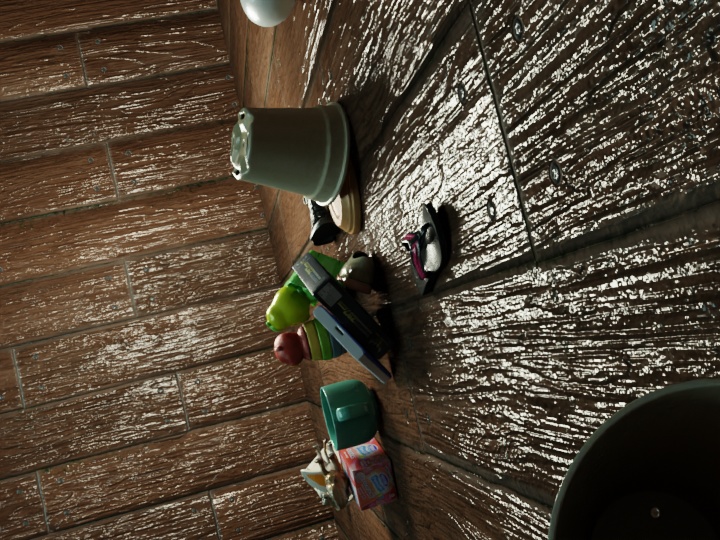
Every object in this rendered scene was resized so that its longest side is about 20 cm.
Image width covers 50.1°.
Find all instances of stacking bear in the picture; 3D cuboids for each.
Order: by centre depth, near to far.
[{"bbox_3d":[-0.105,0.168,1.807,0.121,0.199,0.114,-176,72,-78],"label":"stacking bear"}]

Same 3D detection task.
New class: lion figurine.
[{"bbox_3d":[-0.066,0.490,1.865,0.200,0.072,0.123,-82,-32,-81],"label":"lion figurine"}]

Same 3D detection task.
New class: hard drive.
[{"bbox_3d":[-0.012,0.145,1.482,0.132,0.025,0.200,44,177,26],"label":"hard drive"}]

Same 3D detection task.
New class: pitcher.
[{"bbox_3d":[-0.181,-0.624,1.591,0.200,0.120,0.173,120,158,-59],"label":"pitcher"}]

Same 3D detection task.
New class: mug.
[{"bbox_3d":[-0.017,0.338,1.787,0.185,0.114,0.153,-130,30,-66],"label":"mug"}]

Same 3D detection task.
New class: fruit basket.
[{"bbox_3d":[-0.125,0.063,1.800,0.216,0.155,0.217,-159,90,-82],"label":"fruit basket"}]

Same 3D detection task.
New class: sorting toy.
[{"bbox_3d":[-0.035,0.528,2.039,0.106,0.200,0.181,13,137,39],"label":"sorting toy"}]

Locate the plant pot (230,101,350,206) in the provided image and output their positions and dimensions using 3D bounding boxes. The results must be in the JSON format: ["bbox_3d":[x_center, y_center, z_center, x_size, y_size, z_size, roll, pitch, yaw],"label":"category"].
[{"bbox_3d":[-0.142,-0.230,1.457,0.200,0.182,0.202,-176,90,-66],"label":"plant pot"}]

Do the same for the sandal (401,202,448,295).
[{"bbox_3d":[0.082,-0.019,1.072,0.200,0.045,0.075,98,157,-61],"label":"sandal"}]

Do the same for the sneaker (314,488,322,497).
[{"bbox_3d":[-0.133,0.733,2.806,0.200,0.115,0.074,-114,14,-49],"label":"sneaker"}]

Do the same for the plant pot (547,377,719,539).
[{"bbox_3d":[0.195,0.172,0.453,0.200,0.186,0.188,66,-173,-71],"label":"plant pot"}]

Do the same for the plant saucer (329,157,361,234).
[{"bbox_3d":[-0.043,-0.169,1.555,0.200,0.037,0.202,167,90,-78],"label":"plant saucer"}]

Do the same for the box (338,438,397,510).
[{"bbox_3d":[0.013,0.478,1.843,0.200,0.094,0.103,-154,52,-76],"label":"box"}]

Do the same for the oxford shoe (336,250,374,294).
[{"bbox_3d":[0.000,0.000,1.509,0.200,0.070,0.074,-149,76,-79],"label":"oxford shoe"}]

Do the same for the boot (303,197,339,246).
[{"bbox_3d":[-0.107,-0.155,1.808,0.200,0.069,0.175,129,127,-79],"label":"boot"}]

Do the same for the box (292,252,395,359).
[{"bbox_3d":[-0.034,0.066,1.473,0.200,0.051,0.158,47,179,-27],"label":"box"}]
